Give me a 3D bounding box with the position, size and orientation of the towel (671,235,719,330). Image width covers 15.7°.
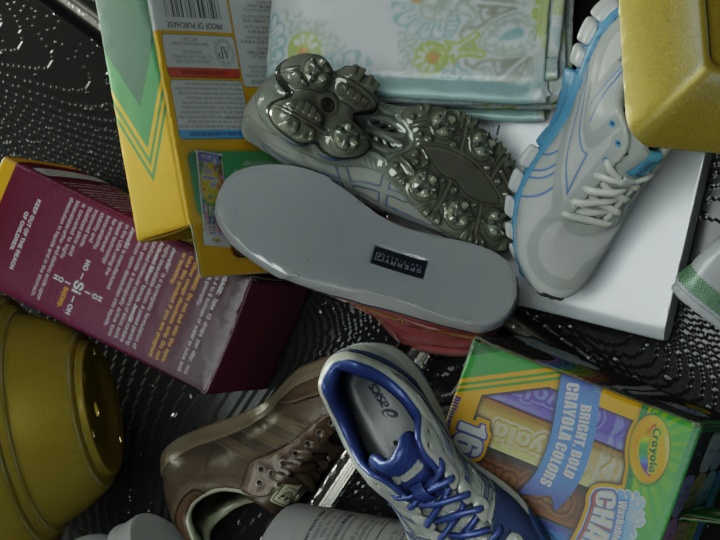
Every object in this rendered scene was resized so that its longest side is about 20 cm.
[{"bbox_3d":[0.305,-0.015,1.573,0.200,0.149,0.031,-41,37,20],"label":"towel"}]

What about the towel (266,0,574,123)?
[{"bbox_3d":[0.042,-0.185,1.695,0.200,0.048,0.172,3,78,7],"label":"towel"}]

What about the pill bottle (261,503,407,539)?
[{"bbox_3d":[0.038,0.219,1.673,0.200,0.114,0.115,8,91,19],"label":"pill bottle"}]

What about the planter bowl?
[{"bbox_3d":[-0.208,0.098,1.727,0.083,0.200,0.201,-10,85,9],"label":"planter bowl"}]

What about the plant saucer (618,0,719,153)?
[{"bbox_3d":[0.253,-0.167,1.554,0.200,0.048,0.200,4,69,-18],"label":"plant saucer"}]

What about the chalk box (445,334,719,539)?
[{"bbox_3d":[0.156,0.132,1.630,0.200,0.125,0.124,22,96,20],"label":"chalk box"}]

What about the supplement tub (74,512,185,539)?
[{"bbox_3d":[-0.189,0.266,1.736,0.200,0.145,0.145,-36,77,14],"label":"supplement tub"}]

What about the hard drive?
[{"bbox_3d":[0.119,-0.042,1.701,0.200,0.025,0.132,14,93,20],"label":"hard drive"}]

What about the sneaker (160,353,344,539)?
[{"bbox_3d":[-0.043,0.121,1.722,0.200,0.070,0.076,-29,56,27],"label":"sneaker"}]

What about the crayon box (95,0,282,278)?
[{"bbox_3d":[-0.097,-0.091,1.689,0.052,0.126,0.200,-15,83,38],"label":"crayon box"}]

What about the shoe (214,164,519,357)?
[{"bbox_3d":[0.000,0.000,1.660,0.200,0.091,0.072,20,71,1],"label":"shoe"}]

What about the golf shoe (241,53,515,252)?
[{"bbox_3d":[0.015,-0.070,1.672,0.200,0.097,0.078,31,66,-18],"label":"golf shoe"}]

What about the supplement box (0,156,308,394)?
[{"bbox_3d":[-0.150,0.003,1.749,0.200,0.110,0.086,25,97,19],"label":"supplement box"}]

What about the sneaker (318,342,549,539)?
[{"bbox_3d":[0.038,0.131,1.561,0.075,0.088,0.200,-42,77,11],"label":"sneaker"}]

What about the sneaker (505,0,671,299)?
[{"bbox_3d":[0.151,-0.068,1.604,0.087,0.075,0.200,49,126,58],"label":"sneaker"}]
